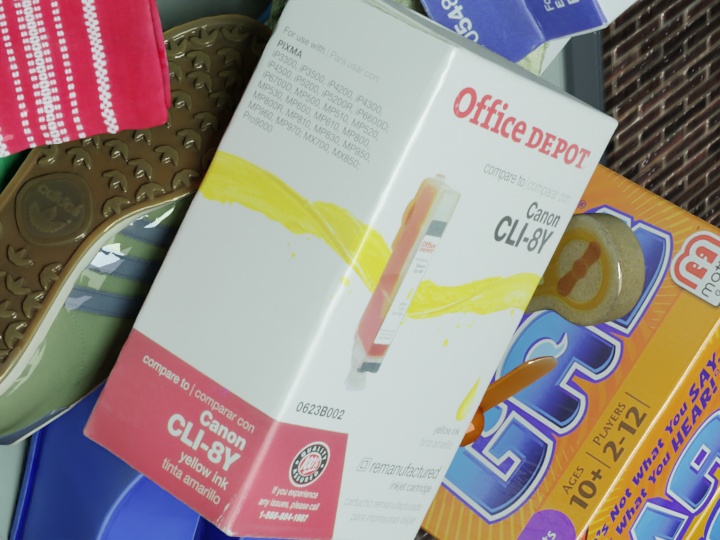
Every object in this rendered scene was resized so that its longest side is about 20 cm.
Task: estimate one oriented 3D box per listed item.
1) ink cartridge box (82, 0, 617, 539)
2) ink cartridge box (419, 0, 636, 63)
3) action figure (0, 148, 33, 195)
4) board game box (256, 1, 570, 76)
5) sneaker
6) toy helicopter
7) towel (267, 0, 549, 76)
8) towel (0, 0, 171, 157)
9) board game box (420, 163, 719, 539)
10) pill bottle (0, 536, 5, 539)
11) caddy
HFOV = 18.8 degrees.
[{"bbox_3d":[0.000,0.000,0.856,0.145,0.083,0.201,15,103,-58],"label":"ink cartridge box"},{"bbox_3d":[0.081,-0.210,0.930,0.200,0.041,0.200,-40,111,-24],"label":"ink cartridge box"},{"bbox_3d":[-0.139,-0.055,0.873,0.118,0.055,0.201,-32,137,-35],"label":"action figure"},{"bbox_3d":[0.037,-0.125,1.046,0.200,0.040,0.153,-51,144,-11],"label":"board game box"},{"bbox_3d":[-0.102,-0.010,0.867,0.200,0.067,0.090,-48,161,-16],"label":"sneaker"},{"bbox_3d":[0.047,0.018,0.956,0.078,0.199,0.133,-4,86,-40],"label":"toy helicopter"},{"bbox_3d":[0.034,-0.154,0.960,0.147,0.036,0.202,11,96,-30],"label":"towel"},{"bbox_3d":[-0.166,-0.080,0.761,0.198,0.023,0.145,-15,142,-12],"label":"towel"},{"bbox_3d":[0.110,0.066,1.139,0.201,0.199,0.200,-56,146,-2],"label":"board game box"},{"bbox_3d":[-0.215,0.208,0.927,0.112,0.112,0.201,-5,120,-48],"label":"pill bottle"},{"bbox_3d":[-0.086,0.109,1.019,0.140,0.105,0.201,-1,127,-28],"label":"caddy"}]
